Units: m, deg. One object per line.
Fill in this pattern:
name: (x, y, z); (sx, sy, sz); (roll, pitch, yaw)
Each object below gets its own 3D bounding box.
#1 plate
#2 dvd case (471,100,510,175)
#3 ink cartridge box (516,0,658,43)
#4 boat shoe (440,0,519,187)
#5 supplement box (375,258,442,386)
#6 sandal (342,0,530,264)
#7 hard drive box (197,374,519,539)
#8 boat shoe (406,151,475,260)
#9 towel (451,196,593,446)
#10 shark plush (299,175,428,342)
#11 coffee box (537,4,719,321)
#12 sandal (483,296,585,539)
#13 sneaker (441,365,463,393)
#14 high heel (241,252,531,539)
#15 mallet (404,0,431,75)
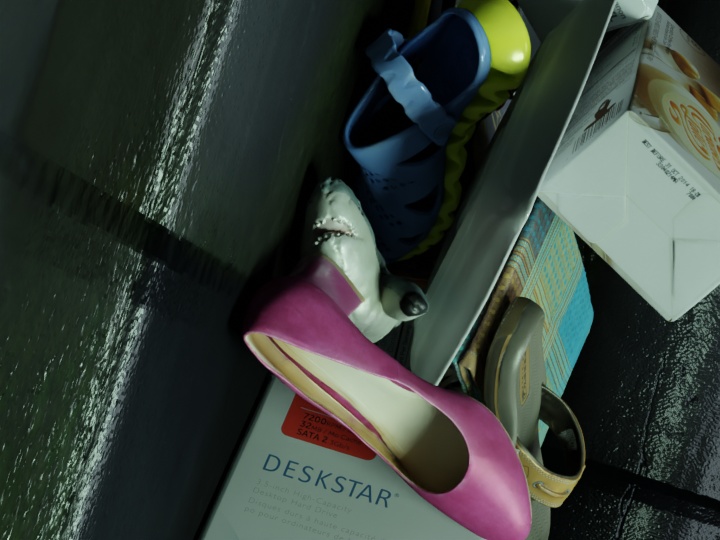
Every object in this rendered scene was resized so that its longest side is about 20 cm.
plate: (0.082, -0.047, 1.499); (0.200, 0.032, 0.200); (115, -1, -51)
dvd case: (0.099, -0.051, 1.707); (0.149, 0.016, 0.202); (45, 35, -66)
ink cartridge box: (0.142, -0.261, 1.624); (0.146, 0.082, 0.201); (57, 37, -27)
boat shoe: (0.075, -0.135, 1.615); (0.074, 0.063, 0.203); (110, -6, -58)
supplement box: (0.015, 0.083, 1.691); (0.067, 0.068, 0.201); (-105, -153, -66)
sandal: (0.023, -0.081, 1.501); (0.087, 0.080, 0.201); (-11, 140, -33)
hard drive box: (-0.014, 0.176, 1.435); (0.077, 0.155, 0.201); (94, 15, -50)
boat shoe: (0.049, -0.056, 1.686); (0.200, 0.064, 0.072); (-58, 161, -62)
towel: (0.104, 0.040, 1.606); (0.147, 0.022, 0.200); (-65, 158, -21)
shark plush: (0.000, 0.000, 1.500); (0.200, 0.090, 0.084); (21, 54, -76)
coffee box: (0.181, -0.069, 1.537); (0.080, 0.114, 0.200); (-42, -171, 24)
sandal: (0.110, 0.102, 1.553); (0.082, 0.054, 0.201); (-61, 156, -49)
sneaker: (0.072, 0.057, 1.738); (0.201, 0.071, 0.080); (-88, 172, -54)
high heel: (0.014, 0.083, 1.369); (0.067, 0.201, 0.096); (-31, -172, 30)
mallet: (0.029, -0.133, 1.530); (0.066, 0.041, 0.201); (-62, 170, -48)
